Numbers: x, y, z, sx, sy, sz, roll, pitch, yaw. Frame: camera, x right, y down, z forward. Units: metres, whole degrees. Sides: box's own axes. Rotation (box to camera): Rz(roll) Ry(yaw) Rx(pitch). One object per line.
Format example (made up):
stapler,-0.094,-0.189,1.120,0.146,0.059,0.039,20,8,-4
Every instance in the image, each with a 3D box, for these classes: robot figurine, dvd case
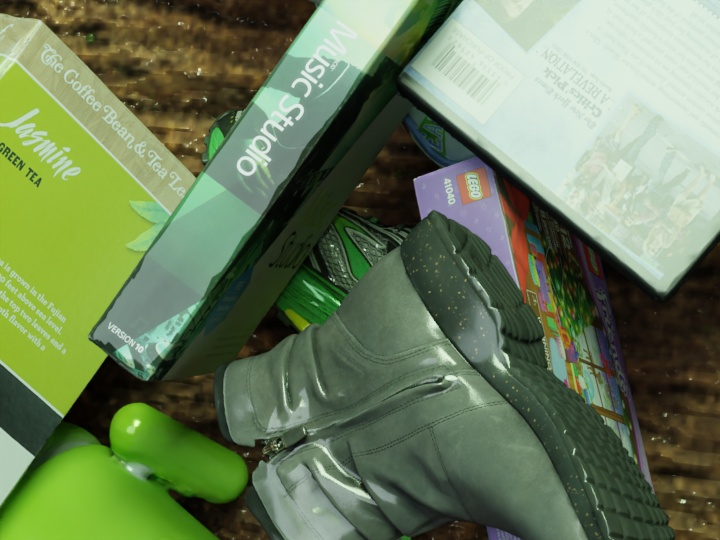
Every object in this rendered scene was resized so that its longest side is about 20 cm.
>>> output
robot figurine,-0.126,0.148,1.032,0.200,0.116,0.176,36,96,25
dvd case,0.131,-0.105,0.904,0.143,0.018,0.200,40,84,13

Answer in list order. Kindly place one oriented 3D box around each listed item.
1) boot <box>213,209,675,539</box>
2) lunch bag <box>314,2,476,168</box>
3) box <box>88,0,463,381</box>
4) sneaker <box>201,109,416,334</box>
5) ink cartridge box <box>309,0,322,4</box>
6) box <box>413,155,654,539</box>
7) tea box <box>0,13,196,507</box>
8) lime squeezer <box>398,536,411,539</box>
boot,0.032,0.088,0.863,0.132,0.070,0.200,-39,56,15
lunch bag,0.084,-0.144,1.027,0.200,0.076,0.161,-40,63,11
box,-0.027,-0.044,0.933,0.036,0.144,0.200,35,95,7
sneaker,0.000,0.000,1.040,0.085,0.078,0.200,-41,76,3
ink cartridge box,-0.029,-0.238,1.076,0.197,0.047,0.200,27,80,43
box,0.083,0.062,0.951,0.039,0.137,0.201,-17,74,19
tea box,-0.210,-0.010,1.028,0.200,0.134,0.197,14,64,49
lime squeezer,-0.011,0.131,1.025,0.070,0.038,0.201,-16,70,3
